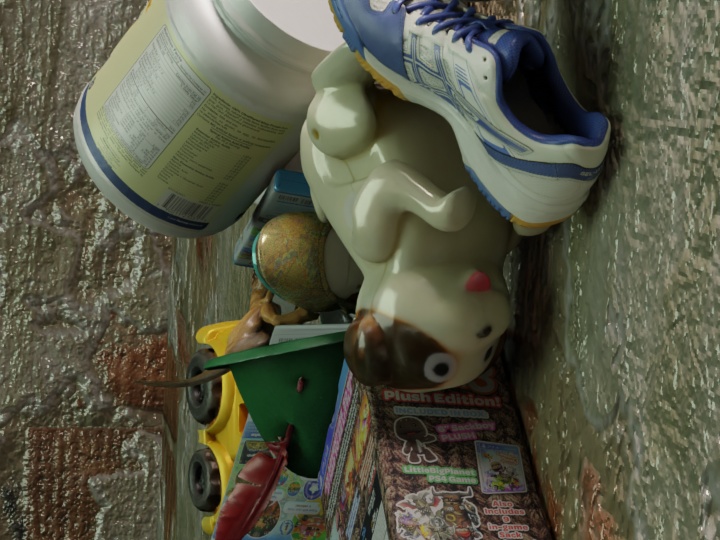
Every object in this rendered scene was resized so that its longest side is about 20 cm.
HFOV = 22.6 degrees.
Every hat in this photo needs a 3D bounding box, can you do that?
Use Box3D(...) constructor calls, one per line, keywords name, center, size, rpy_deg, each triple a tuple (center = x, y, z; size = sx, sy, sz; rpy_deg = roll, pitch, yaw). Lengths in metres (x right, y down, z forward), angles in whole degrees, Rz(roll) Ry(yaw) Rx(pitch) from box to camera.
Box3D(name="hat", center=(-0.024, 0.139, 1.278), size=(0.199, 0.165, 0.178), rpy_deg=(-16, 81, 56))

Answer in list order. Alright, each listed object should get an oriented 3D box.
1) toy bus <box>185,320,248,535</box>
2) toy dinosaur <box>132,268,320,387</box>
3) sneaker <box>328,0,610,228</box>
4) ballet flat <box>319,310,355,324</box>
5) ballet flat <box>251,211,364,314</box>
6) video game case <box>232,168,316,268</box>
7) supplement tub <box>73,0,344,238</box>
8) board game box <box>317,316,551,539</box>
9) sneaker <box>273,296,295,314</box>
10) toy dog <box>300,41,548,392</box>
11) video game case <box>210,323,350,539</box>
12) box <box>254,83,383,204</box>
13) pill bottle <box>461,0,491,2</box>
Box3D(name="toy bus", center=(-0.063, 0.146, 1.626), size=(0.192, 0.135, 0.202), rpy_deg=(-2, 88, 62))
Box3D(name="toy dinosaur", center=(-0.088, 0.059, 1.460), size=(0.200, 0.105, 0.061), rpy_deg=(-54, -46, -55))
Box3D(name="sneaker", center=(0.065, -0.121, 1.005), size=(0.200, 0.075, 0.088), rpy_deg=(46, 147, 9))
Box3D(name="ballet flat", center=(0.000, 0.015, 1.459), size=(0.201, 0.067, 0.069), rpy_deg=(-104, 32, -53))
Box3D(name="ballet flat", center=(0.000, 0.000, 1.249), size=(0.200, 0.070, 0.071), rpy_deg=(24, -119, -59))
Box3D(name="video game case", center=(-0.009, -0.025, 1.314), size=(0.200, 0.142, 0.018), rpy_deg=(130, 148, -71))
Box3D(name="supplement tub", center=(-0.092, -0.133, 1.233), size=(0.200, 0.144, 0.146), rpy_deg=(-45, 38, 38))
Box3D(name="board game box", center=(0.041, 0.156, 1.152), size=(0.201, 0.096, 0.160), rpy_deg=(-101, 18, -47))
Box3D(name="sneaker", center=(-0.037, -0.047, 1.615), size=(0.105, 0.075, 0.201), rpy_deg=(-89, 24, -71))
Box3D(name="toy dog", center=(0.028, -0.025, 1.107), size=(0.193, 0.139, 0.202), rpy_deg=(-26, 70, 41))
Box3D(name="video game case", center=(-0.032, 0.132, 1.346), size=(0.142, 0.018, 0.201), rpy_deg=(-2, 60, 35))
Box3D(name="box", center=(-0.017, -0.095, 1.408), size=(0.200, 0.123, 0.098), rpy_deg=(-160, 73, -77))
Box3D(name="pill bottle", center=(0.083, -0.236, 0.991), size=(0.200, 0.110, 0.112), rpy_deg=(130, 141, -70))
